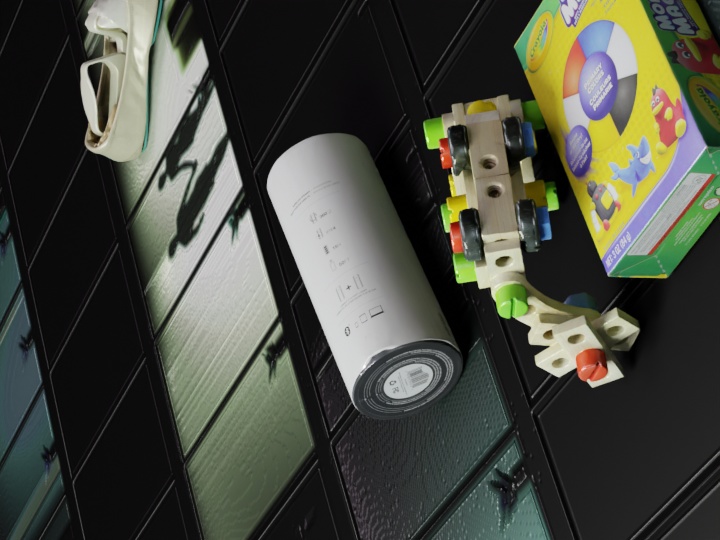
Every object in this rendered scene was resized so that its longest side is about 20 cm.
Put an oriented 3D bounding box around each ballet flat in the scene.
[{"bbox_3d":[-0.215,-0.197,1.864,0.069,0.069,0.202,17,104,61],"label":"ballet flat"}]

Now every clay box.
[{"bbox_3d":[0.150,-0.110,1.188,0.115,0.047,0.201,-58,41,44],"label":"clay box"}]

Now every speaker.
[{"bbox_3d":[0.000,0.000,1.434,0.081,0.081,0.201,-64,37,39],"label":"speaker"}]

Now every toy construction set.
[{"bbox_3d":[0.090,-0.022,1.231,0.131,0.092,0.201,75,173,-53],"label":"toy construction set"}]
